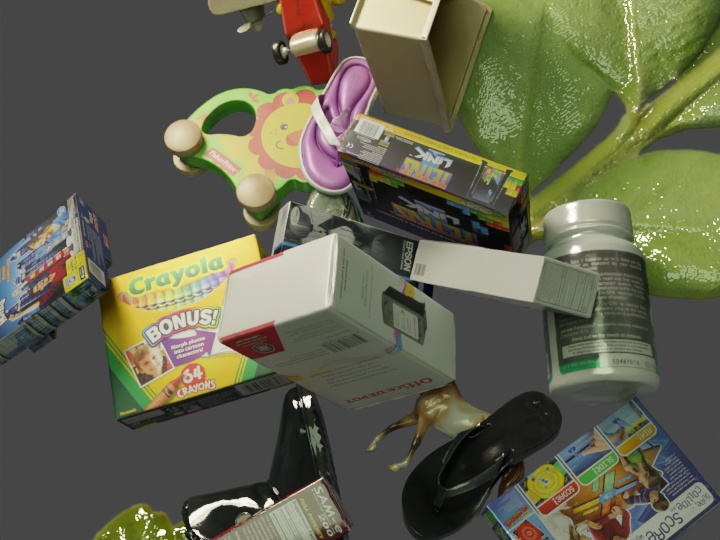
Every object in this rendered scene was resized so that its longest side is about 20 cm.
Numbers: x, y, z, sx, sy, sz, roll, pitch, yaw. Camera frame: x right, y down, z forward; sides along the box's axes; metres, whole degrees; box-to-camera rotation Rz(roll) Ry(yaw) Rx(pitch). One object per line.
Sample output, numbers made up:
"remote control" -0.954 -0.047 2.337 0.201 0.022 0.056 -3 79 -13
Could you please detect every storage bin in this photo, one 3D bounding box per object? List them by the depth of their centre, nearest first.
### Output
"storage bin" 0.079 -0.302 1.228 0.094 0.200 0.199 14 72 18

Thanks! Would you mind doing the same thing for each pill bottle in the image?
"pill bottle" 0.248 0.034 1.108 0.113 0.113 0.200 -5 69 10

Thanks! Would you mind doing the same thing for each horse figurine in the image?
"horse figurine" 0.100 0.179 1.115 0.200 0.050 0.133 34 83 22

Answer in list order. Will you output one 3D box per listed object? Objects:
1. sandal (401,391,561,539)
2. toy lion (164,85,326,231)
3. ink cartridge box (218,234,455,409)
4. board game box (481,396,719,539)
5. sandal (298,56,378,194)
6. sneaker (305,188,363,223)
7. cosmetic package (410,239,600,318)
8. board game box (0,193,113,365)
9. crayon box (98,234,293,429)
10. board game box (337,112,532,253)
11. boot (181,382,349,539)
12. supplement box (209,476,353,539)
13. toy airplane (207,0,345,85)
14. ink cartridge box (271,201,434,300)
"sandal" 0.116 0.187 1.052 0.200 0.043 0.076 -40 62 -16
"toy lion" -0.109 -0.159 1.288 0.200 0.069 0.192 36 72 20
"ink cartridge box" -0.020 0.058 1.054 0.147 0.200 0.086 -19 55 34
"board game box" 0.240 0.236 1.042 0.200 0.034 0.135 -31 70 -16
"sandal" -0.026 -0.182 1.245 0.082 0.050 0.203 10 60 3
"sneaker" -0.041 -0.013 1.200 0.078 0.085 0.200 -1 68 11
"cosmetic package" 0.146 0.006 1.093 0.200 0.082 0.051 11 85 56
"board game box" -0.387 0.030 1.230 0.200 0.062 0.200 -35 36 5
"crayon box" -0.192 0.071 1.211 0.200 0.058 0.173 -17 66 4
"board game box" 0.086 -0.082 1.157 0.200 0.165 0.057 23 73 19
"boot" -0.110 0.230 1.121 0.168 0.076 0.200 -13 73 2
"supplement box" -0.107 0.274 1.017 0.200 0.109 0.061 -28 80 -5
"toy airplane" -0.071 -0.360 1.314 0.200 0.141 0.199 34 111 8
"ink cartridge box" 0.000 0.000 1.154 0.200 0.039 0.100 16 67 -21
